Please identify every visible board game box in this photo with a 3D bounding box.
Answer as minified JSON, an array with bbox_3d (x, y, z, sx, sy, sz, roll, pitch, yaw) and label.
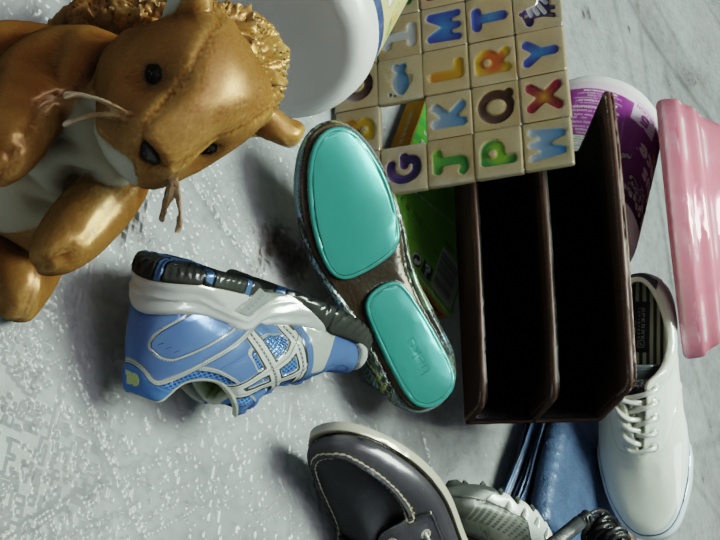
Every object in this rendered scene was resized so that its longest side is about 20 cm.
[{"bbox_3d":[0.058,-0.069,1.016,0.096,0.030,0.201,50,45,-32],"label":"board game box"}]

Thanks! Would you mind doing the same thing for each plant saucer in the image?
[{"bbox_3d":[0.264,-0.034,1.053,0.200,0.050,0.203,-6,90,-77],"label":"plant saucer"}]

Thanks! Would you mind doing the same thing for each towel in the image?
[{"bbox_3d":[0.167,0.144,1.060,0.112,0.048,0.201,52,40,-27],"label":"towel"}]

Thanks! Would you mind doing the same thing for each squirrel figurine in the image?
[{"bbox_3d":[-0.113,-0.089,0.664,0.142,0.186,0.200,58,39,-20],"label":"squirrel figurine"}]

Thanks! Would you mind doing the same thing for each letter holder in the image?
[{"bbox_3d":[0.122,-0.007,0.921,0.142,0.100,0.202,96,-8,-75],"label":"letter holder"}]

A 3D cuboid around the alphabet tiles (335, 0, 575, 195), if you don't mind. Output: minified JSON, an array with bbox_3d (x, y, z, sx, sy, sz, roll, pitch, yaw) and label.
[{"bbox_3d":[0.059,-0.152,0.937,0.008,0.166,0.202,40,45,-63],"label":"alphabet tiles"}]

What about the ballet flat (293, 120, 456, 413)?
[{"bbox_3d":[0.000,0.000,0.886,0.074,0.074,0.202,-34,108,-52],"label":"ballet flat"}]

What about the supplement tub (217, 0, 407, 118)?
[{"bbox_3d":[-0.031,-0.207,0.852,0.145,0.144,0.201,52,42,-26],"label":"supplement tub"}]

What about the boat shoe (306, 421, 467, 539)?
[{"bbox_3d":[0.026,0.176,0.842,0.201,0.072,0.063,56,36,-29],"label":"boat shoe"}]

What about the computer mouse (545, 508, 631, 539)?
[{"bbox_3d":[0.113,0.242,0.862,0.199,0.046,0.141,-28,125,-28],"label":"computer mouse"}]

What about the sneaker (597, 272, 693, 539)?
[{"bbox_3d":[0.205,0.099,1.010,0.071,0.072,0.202,23,62,-67],"label":"sneaker"}]

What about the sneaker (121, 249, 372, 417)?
[{"bbox_3d":[-0.067,0.042,0.787,0.199,0.075,0.078,16,90,-52],"label":"sneaker"}]

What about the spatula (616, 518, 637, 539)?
[{"bbox_3d":[0.221,0.241,1.116,0.056,0.020,0.202,-1,77,-49],"label":"spatula"}]

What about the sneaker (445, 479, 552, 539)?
[{"bbox_3d":[0.107,0.223,0.935,0.200,0.066,0.091,49,40,-33],"label":"sneaker"}]

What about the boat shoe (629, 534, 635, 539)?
[{"bbox_3d":[0.214,0.299,1.046,0.069,0.071,0.201,-19,78,-12],"label":"boat shoe"}]

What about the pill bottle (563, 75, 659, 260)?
[{"bbox_3d":[0.175,-0.057,1.094,0.112,0.112,0.201,51,42,-28],"label":"pill bottle"}]
